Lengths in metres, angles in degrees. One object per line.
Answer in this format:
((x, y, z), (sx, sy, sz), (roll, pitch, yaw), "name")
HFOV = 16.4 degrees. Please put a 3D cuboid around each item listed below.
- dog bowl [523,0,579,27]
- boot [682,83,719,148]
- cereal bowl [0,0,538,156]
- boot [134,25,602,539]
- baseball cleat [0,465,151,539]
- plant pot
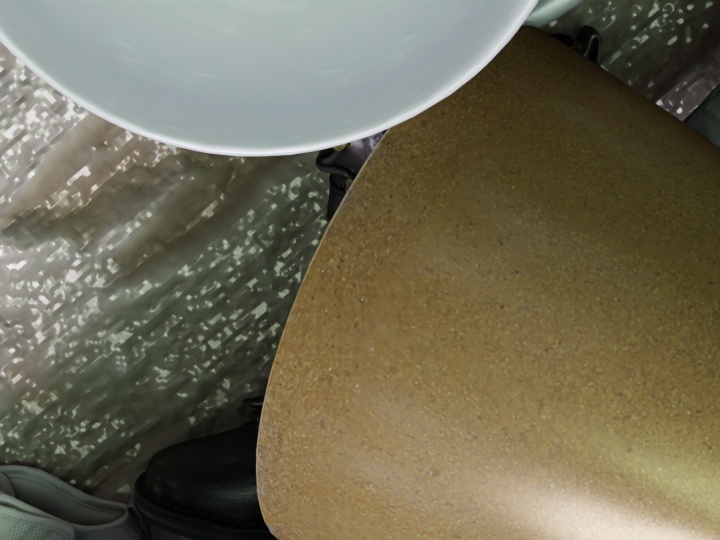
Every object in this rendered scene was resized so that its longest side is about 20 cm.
((0.011, -0.176, 0.823), (0.199, 0.079, 0.201), (-2, 113, -4), "dog bowl")
((0.133, -0.086, 0.802), (0.199, 0.070, 0.132), (13, 123, -25), "boot")
((-0.031, -0.139, 0.731), (0.199, 0.083, 0.201), (0, 105, 1), "cereal bowl")
((0.000, 0.000, 0.916), (0.199, 0.069, 0.175), (-14, 113, -10), "boot")
((-0.175, 0.133, 0.961), (0.199, 0.070, 0.107), (-16, 108, -9), "baseball cleat")
((0.100, 0.047, 0.776), (0.199, 0.186, 0.187), (26, 113, 23), "plant pot")
